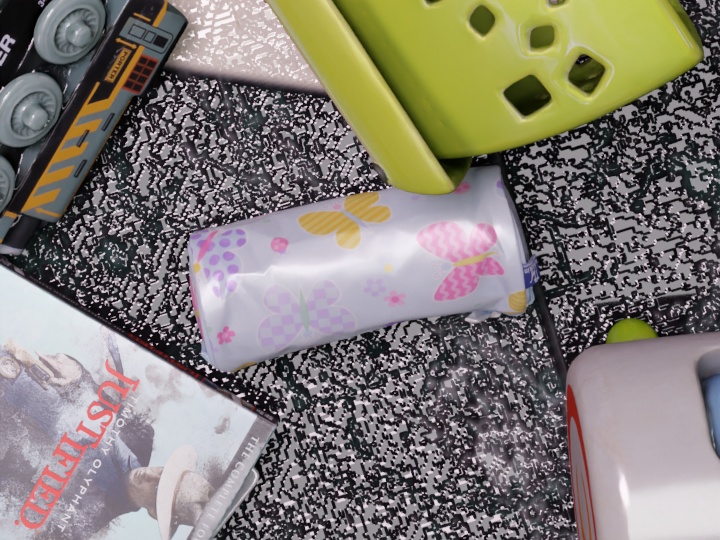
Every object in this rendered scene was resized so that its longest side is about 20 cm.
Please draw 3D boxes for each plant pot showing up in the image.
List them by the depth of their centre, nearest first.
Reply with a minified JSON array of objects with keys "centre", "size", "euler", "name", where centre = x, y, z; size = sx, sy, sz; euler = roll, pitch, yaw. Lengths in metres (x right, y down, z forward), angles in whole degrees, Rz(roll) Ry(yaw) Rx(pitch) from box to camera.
[{"centre":[0.059,-0.155,1.399],"size":[0.181,0.200,0.199],"euler":[-33,95,9],"name":"plant pot"}]

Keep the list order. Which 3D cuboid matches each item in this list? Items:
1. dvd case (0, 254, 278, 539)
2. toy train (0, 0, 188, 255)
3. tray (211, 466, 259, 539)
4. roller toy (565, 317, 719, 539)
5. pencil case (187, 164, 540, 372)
[{"centre":[-0.168,0.100,1.489],"size":[0.200,0.022,0.146],"euler":[31,95,-1],"name":"dvd case"},{"centre":[-0.182,-0.097,1.447],"size":[0.085,0.114,0.200],"euler":[37,101,36],"name":"toy train"},{"centre":[-0.160,0.164,1.516],"size":[0.107,0.022,0.200],"euler":[38,95,-4],"name":"tray"},{"centre":[0.194,0.129,1.428],"size":[0.140,0.182,0.200],"euler":[-6,95,0],"name":"roller toy"},{"centre":[0.000,0.000,1.468],"size":[0.200,0.083,0.091],"euler":[-11,133,1],"name":"pencil case"}]
